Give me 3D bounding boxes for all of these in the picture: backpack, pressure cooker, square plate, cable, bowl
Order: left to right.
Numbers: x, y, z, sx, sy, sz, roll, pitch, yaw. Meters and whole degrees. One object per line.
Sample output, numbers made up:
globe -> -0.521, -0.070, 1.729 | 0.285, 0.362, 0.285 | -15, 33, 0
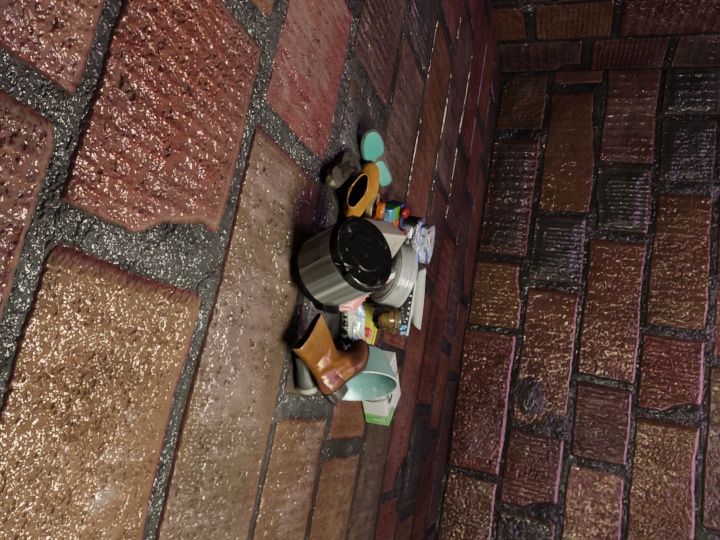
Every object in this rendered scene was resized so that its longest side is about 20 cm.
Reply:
pressure cooker -> -0.051, -0.013, 1.202 | 0.179, 0.200, 0.176 | 52, 44, -13
bowl -> -0.002, 0.264, 1.443 | 0.201, 0.200, 0.105 | 63, 20, -55
cable -> 0.095, 0.010, 1.605 | 0.200, 0.069, 0.200 | -56, -151, 29
square plate -> 0.151, 0.057, 1.693 | 0.198, 0.028, 0.201 | -128, -141, -66
backpack -> 0.173, -0.085, 1.835 | 0.200, 0.154, 0.191 | -23, 128, -70

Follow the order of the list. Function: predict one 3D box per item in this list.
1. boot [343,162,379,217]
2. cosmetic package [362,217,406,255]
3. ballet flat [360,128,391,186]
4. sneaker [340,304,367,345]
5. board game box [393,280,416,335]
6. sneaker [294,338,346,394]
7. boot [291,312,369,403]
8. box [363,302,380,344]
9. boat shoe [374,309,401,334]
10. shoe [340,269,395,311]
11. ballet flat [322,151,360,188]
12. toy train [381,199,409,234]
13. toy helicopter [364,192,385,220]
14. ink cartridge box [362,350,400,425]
boot -> 0.010, -0.222, 1.408 | 0.144, 0.071, 0.202 | 108, 3, -72
cosmetic package -> 0.028, -0.078, 1.447 | 0.105, 0.071, 0.200 | -55, 154, 18
ballet flat -> 0.037, -0.324, 1.520 | 0.200, 0.073, 0.073 | 65, 37, -49
sneaker -> -0.026, 0.147, 1.486 | 0.072, 0.072, 0.201 | -25, 115, -35
board game box -> 0.120, 0.071, 1.707 | 0.200, 0.026, 0.201 | -116, -152, -57
sneaker -> -0.092, 0.200, 1.313 | 0.200, 0.075, 0.107 | -49, 140, -55
boot -> -0.066, 0.176, 1.258 | 0.188, 0.068, 0.200 | -48, 127, -32
box -> 0.010, 0.202, 1.611 | 0.075, 0.050, 0.201 | 61, 40, -57
boat shoe -> 0.077, 0.148, 1.613 | 0.200, 0.068, 0.072 | 100, -7, -74
shoe -> 0.000, 0.049, 1.423 | 0.199, 0.071, 0.091 | -10, 114, -30
ballet flat -> -0.048, -0.248, 1.351 | 0.067, 0.046, 0.200 | 55, 29, -14
toy train -> 0.081, -0.111, 1.688 | 0.116, 0.084, 0.201 | -29, 133, -46
toy helicopter -> 0.027, -0.131, 1.562 | 0.132, 0.079, 0.201 | -62, 162, -62
ink cartridge box -> 0.064, 0.378, 1.756 | 0.146, 0.084, 0.201 | -59, 148, -48
